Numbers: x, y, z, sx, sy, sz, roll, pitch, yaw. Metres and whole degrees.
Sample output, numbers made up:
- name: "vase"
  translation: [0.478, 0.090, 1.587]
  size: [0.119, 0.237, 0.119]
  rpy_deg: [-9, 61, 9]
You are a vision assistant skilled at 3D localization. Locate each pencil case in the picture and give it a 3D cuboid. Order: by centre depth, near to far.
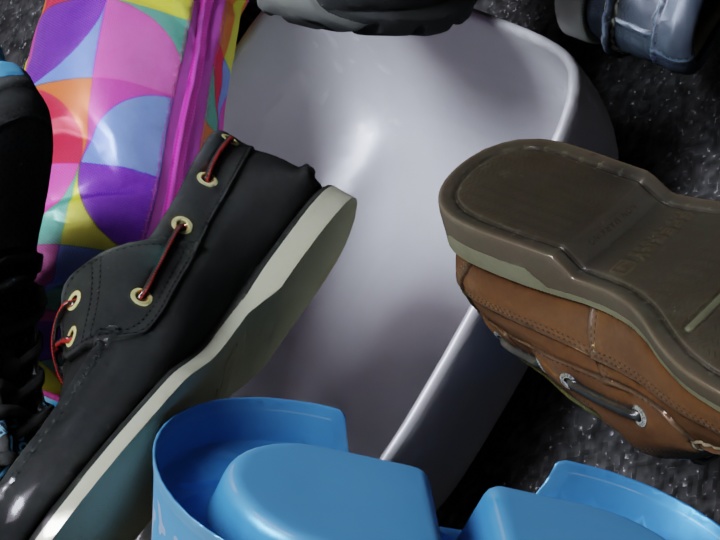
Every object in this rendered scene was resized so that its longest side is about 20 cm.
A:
- name: "pencil case"
  translation: [-0.092, -0.050, 0.918]
  size: [0.088, 0.088, 0.201]
  rpy_deg: [-11, 59, 39]

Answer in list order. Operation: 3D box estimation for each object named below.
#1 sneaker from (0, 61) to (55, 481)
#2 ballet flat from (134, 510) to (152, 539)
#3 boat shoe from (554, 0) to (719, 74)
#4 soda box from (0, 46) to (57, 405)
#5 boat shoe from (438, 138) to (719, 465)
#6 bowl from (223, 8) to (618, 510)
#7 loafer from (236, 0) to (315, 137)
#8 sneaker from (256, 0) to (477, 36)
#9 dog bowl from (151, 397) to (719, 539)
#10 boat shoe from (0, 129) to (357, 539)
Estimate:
- name: "sneaker"
  translation: [-0.127, 0.031, 0.812]
  size: [0.082, 0.073, 0.201]
  rpy_deg: [26, 111, 32]
- name: "ballet flat"
  translation: [-0.093, 0.091, 0.852]
  size: [0.200, 0.064, 0.076]
  rpy_deg: [12, 71, 49]
- name: "boat shoe"
  translation: [0.147, -0.146, 0.857]
  size: [0.062, 0.075, 0.200]
  rpy_deg: [29, 59, 28]
- name: "soda box"
  translation: [-0.154, 0.001, 0.961]
  size: [0.064, 0.201, 0.068]
  rpy_deg: [-15, 12, 13]
- name: "boat shoe"
  translation: [0.106, 0.022, 0.739]
  size: [0.072, 0.068, 0.200]
  rpy_deg: [-31, 38, -21]
- name: "bowl"
  translation: [0.000, 0.000, 0.912]
  size: [0.200, 0.075, 0.200]
  rpy_deg: [22, 80, 48]
- name: "loafer"
  translation: [-0.084, -0.032, 1.029]
  size: [0.200, 0.073, 0.071]
  rpy_deg: [-52, 11, 5]
- name: "sneaker"
  translation: [0.029, -0.140, 0.889]
  size: [0.075, 0.200, 0.080]
  rpy_deg: [17, 119, 31]
- name: "dog bowl"
  translation: [0.027, 0.097, 0.746]
  size: [0.112, 0.199, 0.050]
  rpy_deg: [-101, 26, -66]
- name: "boat shoe"
  translation: [-0.072, 0.029, 0.797]
  size: [0.202, 0.063, 0.074]
  rpy_deg: [-55, -10, -42]
